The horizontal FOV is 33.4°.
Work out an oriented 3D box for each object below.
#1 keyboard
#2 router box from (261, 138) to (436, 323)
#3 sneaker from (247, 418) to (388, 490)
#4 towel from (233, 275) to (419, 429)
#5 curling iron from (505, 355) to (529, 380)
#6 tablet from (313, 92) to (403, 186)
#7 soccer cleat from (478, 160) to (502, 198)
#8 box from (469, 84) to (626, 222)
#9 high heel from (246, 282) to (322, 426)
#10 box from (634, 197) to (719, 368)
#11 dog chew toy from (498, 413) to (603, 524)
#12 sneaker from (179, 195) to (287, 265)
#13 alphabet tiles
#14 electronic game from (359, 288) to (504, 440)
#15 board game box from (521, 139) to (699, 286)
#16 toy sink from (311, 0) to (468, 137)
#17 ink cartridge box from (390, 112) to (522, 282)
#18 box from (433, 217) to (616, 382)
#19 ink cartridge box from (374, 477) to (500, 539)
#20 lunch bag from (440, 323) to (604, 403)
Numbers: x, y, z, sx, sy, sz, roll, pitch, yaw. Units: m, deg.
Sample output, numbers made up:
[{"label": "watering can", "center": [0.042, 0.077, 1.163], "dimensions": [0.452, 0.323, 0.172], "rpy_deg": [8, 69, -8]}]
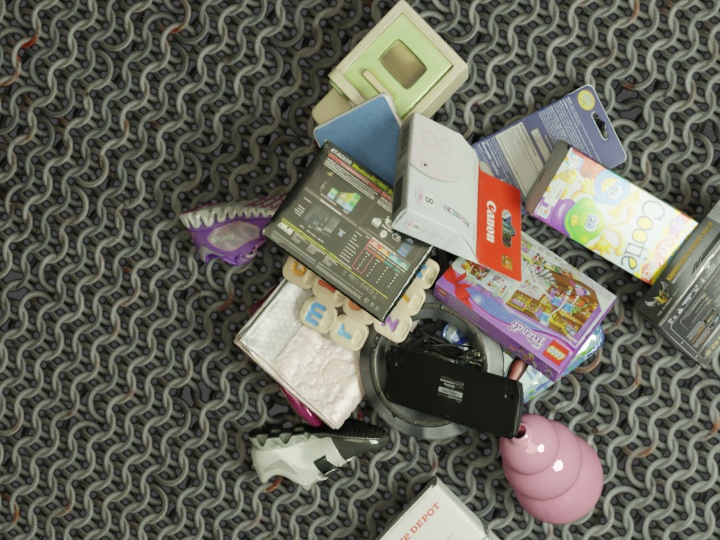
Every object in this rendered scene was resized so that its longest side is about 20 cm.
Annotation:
[{"label": "keyboard", "center": [0.126, 0.142, 1.552], "dimensions": [0.198, 0.039, 0.105], "rpy_deg": [14, 101, 30]}, {"label": "router box", "center": [-0.007, -0.050, 1.554], "dimensions": [0.199, 0.062, 0.151], "rpy_deg": [36, 87, 5]}, {"label": "sneaker", "center": [-0.055, 0.260, 1.680], "dimensions": [0.197, 0.074, 0.090], "rpy_deg": [-5, 99, 11]}, {"label": "towel", "center": [-0.044, 0.082, 1.655], "dimensions": [0.191, 0.032, 0.201], "rpy_deg": [40, 77, -5]}, {"label": "curling iron", "center": [0.216, 0.124, 1.570], "dimensions": [0.025, 0.049, 0.201], "rpy_deg": [39, 71, -20]}, {"label": "tablet", "center": [0.029, -0.124, 1.606], "dimensions": [0.129, 0.014, 0.202], "rpy_deg": [-22, 99, 31]}, {"label": "soccer cleat", "center": [0.101, -0.085, 1.657], "dimensions": [0.198, 0.068, 0.086], "rpy_deg": [-22, 68, 22]}, {"label": "box", "center": [0.255, -0.159, 1.663], "dimensions": [0.198, 0.032, 0.122], "rpy_deg": [-27, 88, 6]}, {"label": "high heel", "center": [-0.079, 0.113, 1.675], "dimensions": [0.096, 0.067, 0.202], "rpy_deg": [-30, 84, 15]}, {"label": "box", "center": [0.470, 0.013, 1.587], "dimensions": [0.201, 0.158, 0.048], "rpy_deg": [-53, 45, 4]}, {"label": "dog chew toy", "center": [0.244, 0.254, 1.583], "dimensions": [0.123, 0.200, 0.126], "rpy_deg": [-15, 53, 22]}, {"label": "sneaker", "center": [-0.158, -0.052, 1.665], "dimensions": [0.198, 0.080, 0.090], "rpy_deg": [-4, 101, 32]}, {"label": "alphabet tiles", "center": [0.000, 0.000, 1.609], "dimensions": [0.194, 0.015, 0.202], "rpy_deg": [28, 96, 12]}, {"label": "electronic game", "center": [0.094, 0.125, 1.608], "dimensions": [0.197, 0.042, 0.203], "rpy_deg": [0, 89, 16]}, {"label": "board game box", "center": [0.331, -0.076, 1.600], "dimensions": [0.198, 0.103, 0.106], "rpy_deg": [29, 100, -5]}, {"label": "toy sink", "center": [0.034, -0.247, 1.643], "dimensions": [0.200, 0.112, 0.130], "rpy_deg": [-44, 86, 4]}, {"label": "ink cartridge box", "center": [0.135, -0.094, 1.531], "dimensions": [0.198, 0.057, 0.164], "rpy_deg": [20, 51, -18]}, {"label": "box", "center": [0.214, 0.033, 1.571], "dimensions": [0.199, 0.039, 0.137], "rpy_deg": [36, 67, 16]}, {"label": "ink cartridge box", "center": [0.124, 0.408, 1.651], "dimensions": [0.200, 0.086, 0.146], "rpy_deg": [45, 94, 5]}, {"label": "lunch bag", "center": [0.218, 0.088, 1.645], "dimensions": [0.199, 0.082, 0.162], "rpy_deg": [-34, 83, 4]}]
